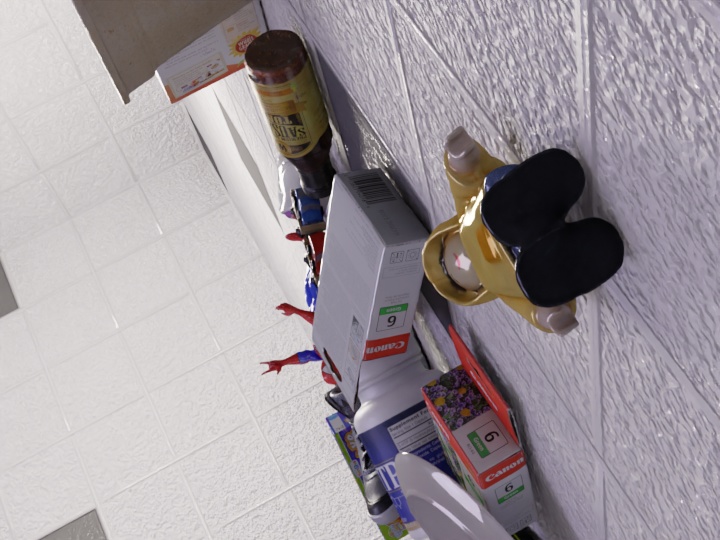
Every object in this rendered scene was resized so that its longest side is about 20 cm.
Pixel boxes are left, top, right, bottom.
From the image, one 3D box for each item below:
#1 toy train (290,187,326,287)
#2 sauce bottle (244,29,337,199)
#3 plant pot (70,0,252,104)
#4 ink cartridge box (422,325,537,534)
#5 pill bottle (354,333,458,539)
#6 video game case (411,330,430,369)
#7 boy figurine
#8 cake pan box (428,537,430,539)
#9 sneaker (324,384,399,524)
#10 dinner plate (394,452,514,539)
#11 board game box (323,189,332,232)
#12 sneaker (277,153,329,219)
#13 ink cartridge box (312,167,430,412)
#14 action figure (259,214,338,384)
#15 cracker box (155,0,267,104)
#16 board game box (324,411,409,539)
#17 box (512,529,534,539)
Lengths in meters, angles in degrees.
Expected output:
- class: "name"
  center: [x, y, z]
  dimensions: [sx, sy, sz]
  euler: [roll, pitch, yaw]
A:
- class: "toy train"
  center: [-0.042, -0.015, 1.300]
  dimensions: [0.046, 0.034, 0.202]
  euler: [92, 164, -55]
- class: "sauce bottle"
  center: [-0.062, -0.151, 1.243]
  dimensions: [0.066, 0.066, 0.201]
  euler: [57, 172, 41]
- class: "plant pot"
  center: [-0.170, -0.275, 1.058]
  dimensions: [0.202, 0.182, 0.201]
  euler: [61, 174, 11]
- class: "ink cartridge box"
  center: [0.105, 0.152, 1.123]
  dimensions: [0.109, 0.050, 0.201]
  euler: [56, 172, 40]
- class: "pill bottle"
  center: [0.062, 0.175, 1.326]
  dimensions: [0.202, 0.119, 0.120]
  euler: [62, 173, 6]
- class: "video game case"
  center: [0.033, 0.060, 1.512]
  dimensions: [0.184, 0.023, 0.200]
  euler: [65, 173, -22]
- class: "boy figurine"
  center: [0.077, -0.021, 0.679]
  dimensions: [0.125, 0.064, 0.200]
  euler: [60, 170, -3]
- class: "cake pan box"
  center: [0.154, 0.394, 1.395]
  dimensions: [0.185, 0.052, 0.200]
  euler: [60, 175, -7]
- class: "sneaker"
  center: [0.009, 0.188, 1.410]
  dimensions: [0.114, 0.075, 0.201]
  euler: [41, -145, -30]
- class: "dinner plate"
  center: [0.098, 0.254, 1.167]
  dimensions: [0.200, 0.024, 0.201]
  euler: [41, 161, 17]
- class: "board game box"
  center: [0.000, 0.000, 1.297]
  dimensions: [0.200, 0.040, 0.155]
  euler: [131, 125, -83]
- class: "sneaker"
  center: [-0.062, -0.110, 1.467]
  dimensions: [0.200, 0.074, 0.101]
  euler: [-159, 66, -85]
- class: "ink cartridge box"
  center: [0.006, 0.020, 1.128]
  dimensions: [0.109, 0.050, 0.202]
  euler: [-124, 33, -43]
- class: "action figure"
  center: [-0.070, 0.036, 1.333]
  dimensions: [0.065, 0.098, 0.202]
  euler: [111, 147, -55]
- class: "cracker box"
  center: [-0.177, -0.280, 1.316]
  dimensions: [0.058, 0.133, 0.200]
  euler: [60, 172, 23]
- class: "board game box"
  center: [0.053, 0.249, 1.622]
  dimensions: [0.201, 0.133, 0.045]
  euler: [66, 173, -28]
- class: "box"
  center: [0.195, 0.365, 1.367]
  dimensions: [0.202, 0.047, 0.193]
  euler: [64, 176, -14]
